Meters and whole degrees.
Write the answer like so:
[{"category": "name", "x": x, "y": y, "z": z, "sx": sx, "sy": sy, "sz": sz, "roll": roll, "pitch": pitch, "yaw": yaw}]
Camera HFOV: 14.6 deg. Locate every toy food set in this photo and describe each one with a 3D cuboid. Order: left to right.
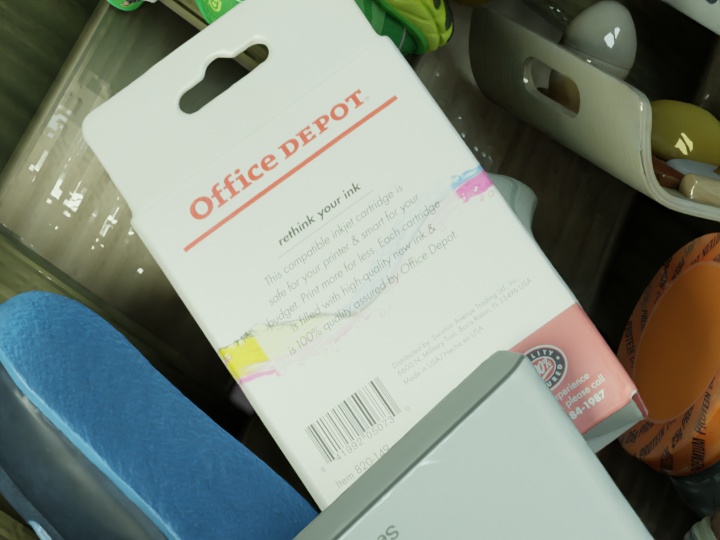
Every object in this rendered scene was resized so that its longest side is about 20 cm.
[{"category": "toy food set", "x": 0.157, "y": -0.062, "z": 1.151, "sx": 0.199, "sy": 0.143, "sz": 0.061, "roll": 10, "pitch": 104, "yaw": -29}]

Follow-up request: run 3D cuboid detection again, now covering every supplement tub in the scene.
[{"category": "supplement tub", "x": 0.208, "y": 0.065, "z": 1.136, "sx": 0.199, "sy": 0.122, "sz": 0.123, "roll": 23, "pitch": 56, "yaw": -22}]

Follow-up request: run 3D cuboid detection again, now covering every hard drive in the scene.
[{"category": "hard drive", "x": 0.060, "y": 0.146, "z": 0.951, "sx": 0.132, "sy": 0.027, "sz": 0.200, "roll": -42, "pitch": 110, "yaw": -17}]

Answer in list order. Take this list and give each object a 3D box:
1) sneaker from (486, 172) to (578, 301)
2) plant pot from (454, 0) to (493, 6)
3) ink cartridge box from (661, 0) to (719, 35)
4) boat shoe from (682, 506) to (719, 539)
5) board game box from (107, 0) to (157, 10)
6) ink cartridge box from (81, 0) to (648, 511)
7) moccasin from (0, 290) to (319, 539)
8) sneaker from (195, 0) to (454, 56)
[{"category": "sneaker", "x": 0.061, "y": 0.047, "z": 1.083, "sx": 0.081, "sy": 0.075, "sz": 0.201, "roll": 0, "pitch": 68, "yaw": -46}, {"category": "plant pot", "x": 0.088, "y": -0.215, "z": 1.106, "sx": 0.199, "sy": 0.176, "sz": 0.201, "roll": -22, "pitch": 75, "yaw": -21}, {"category": "ink cartridge box", "x": 0.211, "y": -0.161, "z": 1.169, "sx": 0.075, "sy": 0.166, "sz": 0.200, "roll": 6, "pitch": 20, "yaw": -33}, {"category": "boat shoe", "x": 0.214, "y": 0.125, "z": 1.061, "sx": 0.199, "sy": 0.072, "sz": 0.076, "roll": 25, "pitch": 19, "yaw": -30}, {"category": "board game box", "x": -0.096, "y": -0.225, "z": 1.142, "sx": 0.200, "sy": 0.026, "sz": 0.200, "roll": 50, "pitch": 50, "yaw": -3}, {"category": "ink cartridge box", "x": 0.000, "y": 0.000, "z": 1.016, "sx": 0.116, "sy": 0.067, "sz": 0.200, "roll": -35, "pitch": 77, "yaw": 2}, {"category": "moccasin", "x": -0.065, "y": 0.093, "z": 0.974, "sx": 0.200, "sy": 0.068, "sz": 0.080, "roll": 52, "pitch": 42, "yaw": -3}, {"category": "sneaker", "x": -0.032, "y": -0.123, "z": 1.054, "sx": 0.200, "sy": 0.083, "sz": 0.074, "roll": 43, "pitch": 23, "yaw": -54}]
